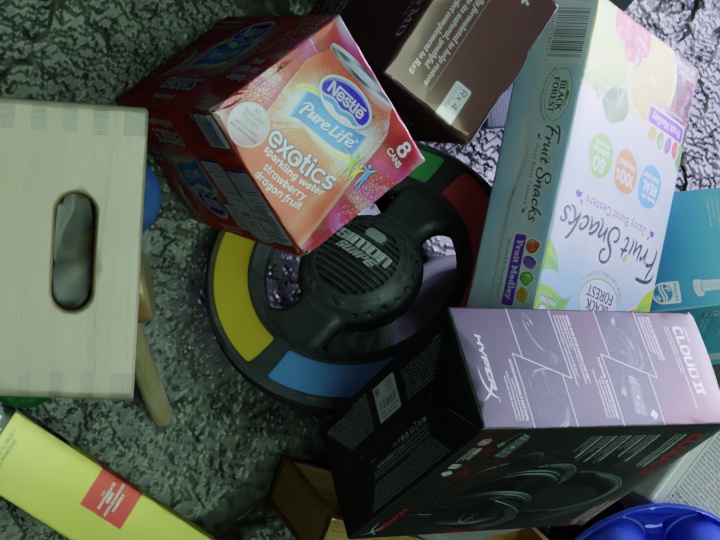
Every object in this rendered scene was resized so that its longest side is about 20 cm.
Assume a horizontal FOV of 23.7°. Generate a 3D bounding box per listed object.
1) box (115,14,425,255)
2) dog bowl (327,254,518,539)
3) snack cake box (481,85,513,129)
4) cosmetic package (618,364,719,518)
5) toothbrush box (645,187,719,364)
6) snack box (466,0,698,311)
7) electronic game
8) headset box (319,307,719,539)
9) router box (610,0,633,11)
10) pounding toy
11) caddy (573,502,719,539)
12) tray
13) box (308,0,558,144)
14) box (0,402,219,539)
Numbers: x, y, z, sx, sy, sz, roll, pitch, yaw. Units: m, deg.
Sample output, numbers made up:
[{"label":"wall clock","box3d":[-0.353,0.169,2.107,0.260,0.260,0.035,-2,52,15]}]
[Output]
[{"label":"box","box3d":[-0.059,-0.085,1.013,0.095,0.200,0.100,-38,109,-14]},{"label":"dog bowl","box3d":[0.076,0.080,1.120,0.199,0.059,0.202,15,58,-25]},{"label":"snack cake box","box3d":[0.111,-0.200,1.153,0.114,0.067,0.202,-8,99,-22]},{"label":"cosmetic package","box3d":[0.281,0.114,1.262,0.104,0.073,0.200,46,76,-21]},{"label":"toothbrush box","box3d":[0.276,0.003,1.161,0.198,0.147,0.086,-5,71,2]},{"label":"snack box","box3d":[0.138,-0.050,1.045,0.142,0.053,0.202,21,79,-51]},{"label":"electronic game","box3d":[0.000,0.000,1.071,0.200,0.200,0.042,-40,149,-16]},{"label":"headset box","box3d":[0.101,0.089,0.990,0.199,0.149,0.078,4,58,-33]},{"label":"router box","box3d":[0.129,-0.243,1.091,0.157,0.052,0.200,45,77,-22]},{"label":"pounding toy","box3d":[-0.166,0.004,0.998,0.141,0.184,0.202,2,95,-13]},{"label":"caddy","box3d":[0.202,0.254,1.204,0.140,0.105,0.201,-1,124,-8]},{"label":"tray","box3d":[0.045,0.181,1.144,0.199,0.099,0.037,18,99,-25]},{"label":"box","box3d":[0.026,-0.137,1.046,0.075,0.200,0.101,37,80,-23]},{"label":"box","box3d":[-0.163,0.146,1.060,0.200,0.075,0.050,38,79,-22]}]
